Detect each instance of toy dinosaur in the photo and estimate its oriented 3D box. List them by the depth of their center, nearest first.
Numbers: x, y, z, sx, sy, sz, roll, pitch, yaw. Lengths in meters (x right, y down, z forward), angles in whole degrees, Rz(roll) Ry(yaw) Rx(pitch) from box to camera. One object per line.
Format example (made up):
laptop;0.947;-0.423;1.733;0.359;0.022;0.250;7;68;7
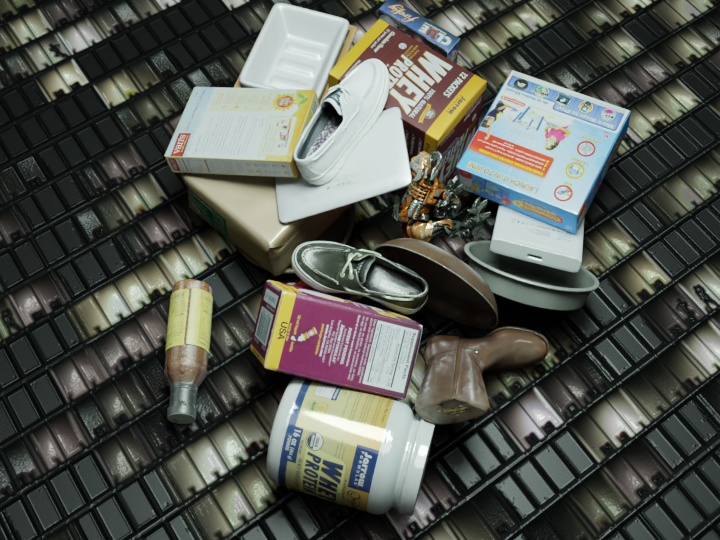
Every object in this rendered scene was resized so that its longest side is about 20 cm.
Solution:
toy dinosaur;0.100;-0.082;1.344;0.133;0.201;0.103;-14;58;-25

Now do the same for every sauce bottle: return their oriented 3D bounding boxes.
sauce bottle;-0.246;0.114;1.306;0.064;0.066;0.204;1;61;0

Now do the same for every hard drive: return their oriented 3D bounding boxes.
hard drive;0.269;-0.075;1.388;0.129;0.027;0.201;14;36;7

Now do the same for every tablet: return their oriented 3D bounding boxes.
tablet;-0.029;-0.148;1.296;0.196;0.014;0.132;-15;62;14

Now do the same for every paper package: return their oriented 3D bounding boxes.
paper package;-0.138;-0.124;1.385;0.199;0.104;0.191;38;67;18

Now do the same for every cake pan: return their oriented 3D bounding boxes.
cake pan;0.240;0.007;1.321;0.196;0.037;0.201;12;17;-4

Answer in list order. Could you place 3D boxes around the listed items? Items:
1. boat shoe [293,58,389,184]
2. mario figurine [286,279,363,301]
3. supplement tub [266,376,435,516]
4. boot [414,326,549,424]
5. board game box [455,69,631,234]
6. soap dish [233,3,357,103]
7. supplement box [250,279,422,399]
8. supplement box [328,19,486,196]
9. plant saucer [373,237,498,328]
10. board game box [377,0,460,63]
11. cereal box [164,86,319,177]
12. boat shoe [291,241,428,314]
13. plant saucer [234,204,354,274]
boat shoe;-0.030;-0.218;1.280;0.071;0.069;0.201;32;82;30
mario figurine;-0.049;0.058;1.347;0.199;0.106;0.124;-39;103;-9
supplement tub;-0.011;0.228;1.198;0.196;0.145;0.147;14;61;8
boot;0.167;0.142;1.230;0.182;0.066;0.200;-6;16;8
board game box;0.273;-0.181;1.385;0.197;0.056;0.198;24;69;21
soap dish;-0.106;-0.343;1.551;0.154;0.082;0.203;16;62;8
supplement box;-0.035;0.090;1.233;0.196;0.131;0.105;15;91;-17
supplement box;0.067;-0.233;1.424;0.198;0.198;0.133;34;66;16
plant saucer;0.109;0.013;1.285;0.198;0.201;0.032;27;73;14
board game box;0.087;-0.320;1.471;0.134;0.201;0.035;35;66;18
cereal box;-0.169;-0.202;1.336;0.196;0.040;0.146;4;55;17
boat shoe;0.000;0.000;1.264;0.196;0.064;0.072;16;71;4
plant saucer;-0.106;-0.080;1.435;0.195;0.030;0.204;0;62;0
